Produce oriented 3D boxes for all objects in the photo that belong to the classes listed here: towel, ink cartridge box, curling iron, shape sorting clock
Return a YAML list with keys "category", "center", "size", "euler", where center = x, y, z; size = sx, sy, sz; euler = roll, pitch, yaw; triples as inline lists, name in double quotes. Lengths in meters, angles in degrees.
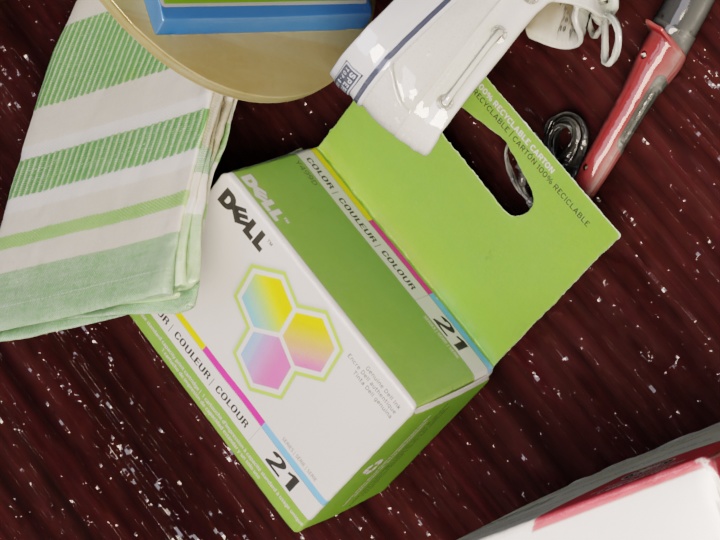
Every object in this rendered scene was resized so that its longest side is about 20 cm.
- category: "towel"
  center: [-0.112, -0.065, 1.054]
  size: [0.152, 0.023, 0.201]
  euler: [-10, 59, 41]
- category: "ink cartridge box"
  center: [0.123, 0.123, 0.923]
  size: [0.147, 0.200, 0.086]
  euler: [-25, 83, 24]
- category: "curling iron"
  center: [0.131, -0.107, 1.003]
  size: [0.050, 0.026, 0.200]
  euler: [39, 107, 16]
- category: "ink cartridge box"
  center: [0.000, 0.000, 1.019]
  size: [0.148, 0.076, 0.200]
  euler: [51, 126, 14]
- category: "shape sorting clock"
  center: [-0.069, -0.170, 0.997]
  size: [0.039, 0.200, 0.201]
  euler: [-21, 84, 42]

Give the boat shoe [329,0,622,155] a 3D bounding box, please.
- category: "boat shoe"
  center: [0.085, -0.125, 0.971]
  size: [0.086, 0.075, 0.202]
  euler: [45, 74, 2]
